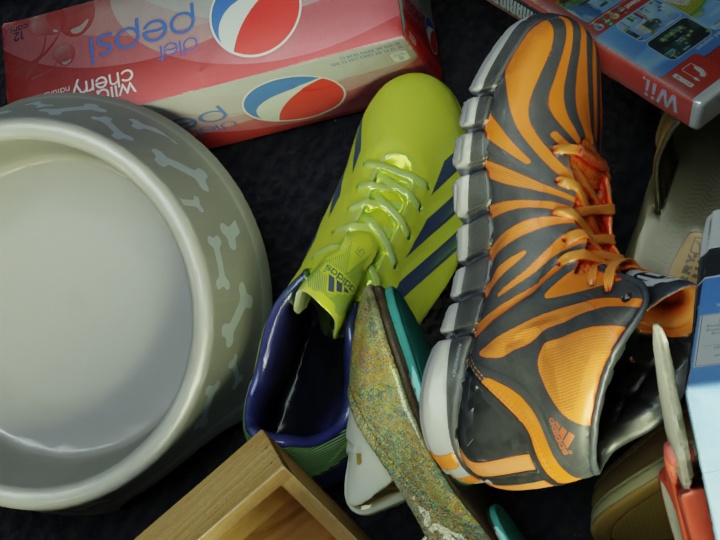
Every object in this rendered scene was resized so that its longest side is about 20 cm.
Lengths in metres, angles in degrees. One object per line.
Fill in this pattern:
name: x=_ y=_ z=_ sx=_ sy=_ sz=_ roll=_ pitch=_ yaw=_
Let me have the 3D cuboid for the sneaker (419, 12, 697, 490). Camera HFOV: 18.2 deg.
sneaker: x=0.095 y=-0.010 z=0.897 sx=0.112 sy=0.078 sz=0.200 roll=-4 pitch=75 yaw=45

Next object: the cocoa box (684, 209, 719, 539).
cocoa box: x=0.201 y=0.086 z=0.820 sx=0.133 sy=0.200 sz=0.131 roll=-7 pitch=26 yaw=16

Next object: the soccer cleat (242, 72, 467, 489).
soccer cleat: x=0.001 y=0.001 z=1.002 sx=0.065 sy=0.084 sz=0.200 roll=14 pitch=78 yaw=23

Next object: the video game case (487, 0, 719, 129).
video game case: x=0.117 y=-0.149 z=1.007 sx=0.200 sy=0.017 sz=0.143 roll=36 pitch=55 yaw=29

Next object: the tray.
tray: x=-0.085 y=0.168 z=0.967 sx=0.200 sy=0.099 sz=0.037 roll=-40 pitch=33 yaw=3

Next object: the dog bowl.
dog bowl: x=-0.143 y=0.018 z=1.024 sx=0.200 sy=0.059 sz=0.201 roll=1 pitch=93 yaw=14

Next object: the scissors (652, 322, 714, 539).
scissors: x=0.117 y=0.070 z=0.843 sx=0.014 sy=0.200 sz=0.073 roll=-20 pitch=41 yaw=2

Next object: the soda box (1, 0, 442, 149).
soda box: x=-0.067 y=-0.101 z=1.069 sx=0.200 sy=0.070 sz=0.064 roll=-14 pitch=69 yaw=15

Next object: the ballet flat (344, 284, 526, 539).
ballet flat: x=0.032 y=0.104 z=0.947 sx=0.071 sy=0.071 sz=0.200 roll=-30 pitch=83 yaw=8

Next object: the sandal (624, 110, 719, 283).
sandal: x=0.156 y=-0.048 z=0.978 sx=0.080 sy=0.054 sz=0.200 roll=13 pitch=70 yaw=22

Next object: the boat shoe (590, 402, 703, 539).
boat shoe: x=0.181 y=0.054 z=0.934 sx=0.200 sy=0.074 sz=0.066 roll=-30 pitch=41 yaw=15
